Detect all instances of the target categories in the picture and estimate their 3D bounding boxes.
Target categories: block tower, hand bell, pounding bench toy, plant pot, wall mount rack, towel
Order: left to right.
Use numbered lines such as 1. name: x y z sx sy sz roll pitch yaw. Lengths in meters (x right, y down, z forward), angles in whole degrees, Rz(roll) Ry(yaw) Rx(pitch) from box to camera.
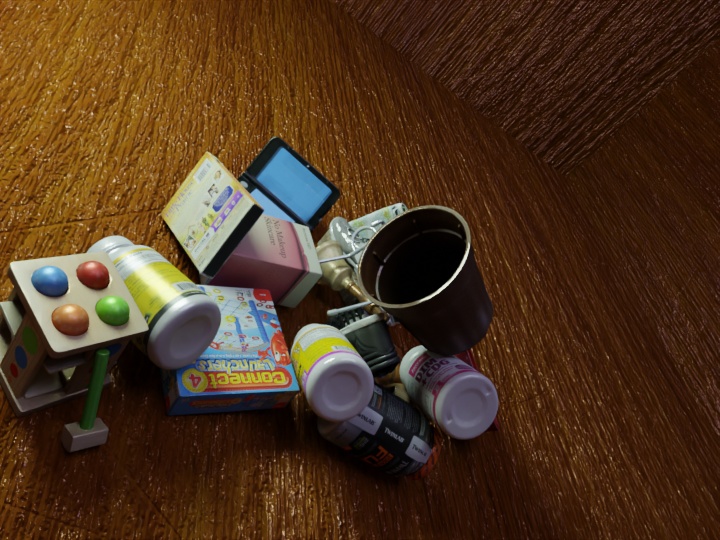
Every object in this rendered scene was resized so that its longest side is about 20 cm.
1. pounding bench toy: -0.343 0.099 0.725 0.201 0.156 0.124 54 32 15
2. block tower: -0.031 -0.003 1.318 0.054 0.058 0.201 7 46 -46
3. hand bell: -0.015 0.039 1.186 0.200 0.105 0.103 42 26 30
4. wall mount rack: 0.000 0.000 1.138 0.075 0.173 0.201 40 21 -59
5. towel: 0.056 -0.045 1.299 0.048 0.199 0.173 -21 94 -35
6. plant pot: 0.126 0.032 1.008 0.199 0.198 0.202 51 21 -41

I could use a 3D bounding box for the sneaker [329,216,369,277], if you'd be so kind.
1. sneaker: 0.010 -0.043 1.279 0.201 0.082 0.074 54 32 15

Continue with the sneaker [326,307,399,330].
1. sneaker: 0.012 0.104 1.237 0.198 0.090 0.067 -14 81 -28

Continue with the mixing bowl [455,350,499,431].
1. mixing bowl: 0.198 0.246 1.217 0.200 0.107 0.203 -21 90 -80

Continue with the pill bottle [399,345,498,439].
1. pill bottle: 0.147 0.205 1.050 0.113 0.114 0.200 33 -2 -19

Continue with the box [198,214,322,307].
1. box: -0.188 -0.025 1.095 0.198 0.109 0.129 13 43 -38

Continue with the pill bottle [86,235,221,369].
1. pill bottle: -0.297 0.037 0.828 0.199 0.114 0.112 35 25 26

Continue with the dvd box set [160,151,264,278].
1. dvd box set: -0.258 -0.099 1.015 0.200 0.147 0.029 43 7 40

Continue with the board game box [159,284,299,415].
1. board game box: -0.215 0.119 0.932 0.198 0.056 0.197 5 48 -38

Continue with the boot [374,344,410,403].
1. boot: 0.019 0.182 1.149 0.200 0.073 0.156 40 30 -30

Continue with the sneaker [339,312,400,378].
1. sneaker: 0.009 0.141 1.029 0.070 0.200 0.100 -16 81 -19

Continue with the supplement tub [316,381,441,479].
1. supplement tub: 0.035 0.269 1.014 0.199 0.123 0.123 34 33 -17

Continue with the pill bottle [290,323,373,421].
1. pill bottle: -0.054 0.151 0.949 0.104 0.105 0.200 32 2 -21

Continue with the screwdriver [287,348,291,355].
1. screwdriver: -0.112 0.165 1.050 0.200 0.028 0.029 46 61 1

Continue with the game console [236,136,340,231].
1. game console: -0.167 -0.162 1.281 0.199 0.116 0.176 40 31 -8
